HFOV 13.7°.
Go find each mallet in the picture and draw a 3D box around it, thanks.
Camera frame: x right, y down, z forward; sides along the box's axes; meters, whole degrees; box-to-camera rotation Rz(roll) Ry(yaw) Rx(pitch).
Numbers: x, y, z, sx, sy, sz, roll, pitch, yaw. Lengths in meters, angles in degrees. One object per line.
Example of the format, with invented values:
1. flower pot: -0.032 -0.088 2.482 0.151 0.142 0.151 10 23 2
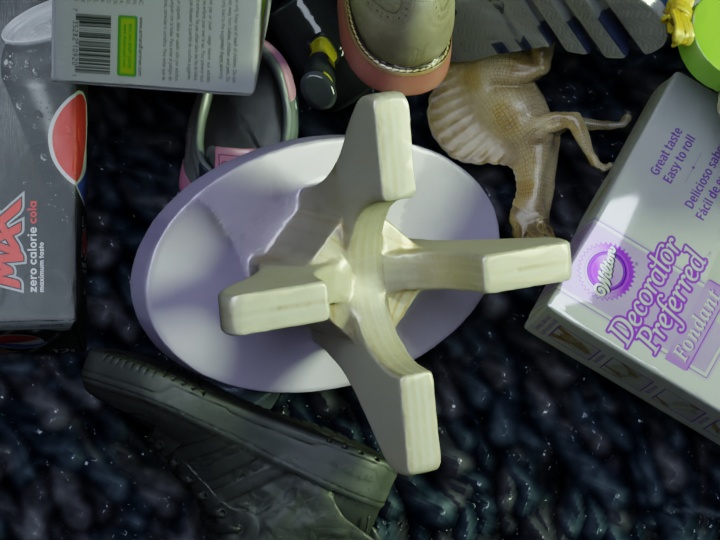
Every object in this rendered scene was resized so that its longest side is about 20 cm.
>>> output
1. mallet: -0.013 -0.094 1.484 0.041 0.200 0.066 -34 106 7

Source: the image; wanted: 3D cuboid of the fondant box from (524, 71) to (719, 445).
1. fondant box: 0.206 0.014 1.520 0.200 0.058 0.144 30 76 -1

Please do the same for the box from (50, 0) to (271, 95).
1. box: -0.094 -0.177 1.505 0.101 0.200 0.113 4 114 0

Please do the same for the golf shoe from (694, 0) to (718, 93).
1. golf shoe: 0.207 -0.145 1.553 0.200 0.078 0.097 45 119 9

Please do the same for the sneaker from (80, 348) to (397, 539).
1. sneaker: -0.059 0.119 1.491 0.199 0.060 0.104 22 94 -3

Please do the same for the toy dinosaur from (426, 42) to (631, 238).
1. toy dinosaur: 0.077 -0.103 1.569 0.101 0.058 0.200 -26 76 -6

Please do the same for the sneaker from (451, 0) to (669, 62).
1. sneaker: 0.085 -0.174 1.536 0.199 0.081 0.115 7 59 31

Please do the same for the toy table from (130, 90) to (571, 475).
1. toy table: 0.000 0.000 1.470 0.200 0.117 0.184 -22 106 -23

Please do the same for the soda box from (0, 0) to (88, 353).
1. soda box: -0.177 -0.060 1.553 0.071 0.063 0.201 -2 75 -1

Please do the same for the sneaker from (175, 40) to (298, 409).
1. sneaker: -0.067 -0.025 1.533 0.070 0.082 0.201 0 74 0

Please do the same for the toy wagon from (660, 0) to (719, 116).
1. toy wagon: 0.232 -0.095 1.491 0.200 0.040 0.156 18 61 -19

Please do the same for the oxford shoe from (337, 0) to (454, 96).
1. oxford shoe: 0.011 -0.185 1.466 0.070 0.075 0.200 -9 59 -16
